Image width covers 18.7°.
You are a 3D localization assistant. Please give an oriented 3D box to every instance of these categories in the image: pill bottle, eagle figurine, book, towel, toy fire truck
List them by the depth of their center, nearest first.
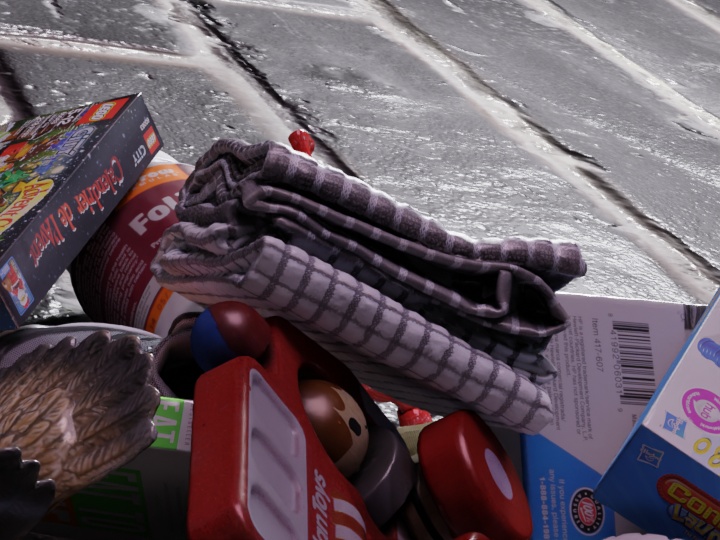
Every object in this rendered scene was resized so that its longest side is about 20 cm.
[{"bbox_3d":[-0.154,0.119,0.780,0.151,0.200,0.152,0,23,-31],"label":"eagle figurine"},{"bbox_3d":[-0.013,0.096,0.896,0.112,0.168,0.200,-26,30,15],"label":"toy fire truck"},{"bbox_3d":[-0.161,0.079,0.991,0.200,0.048,0.134,7,-23,2],"label":"book"},{"bbox_3d":[0.000,0.000,1.017,0.165,0.086,0.200,26,-7,-14],"label":"towel"},{"bbox_3d":[-0.102,0.005,1.269,0.114,0.114,0.200,1,22,-30],"label":"pill bottle"}]

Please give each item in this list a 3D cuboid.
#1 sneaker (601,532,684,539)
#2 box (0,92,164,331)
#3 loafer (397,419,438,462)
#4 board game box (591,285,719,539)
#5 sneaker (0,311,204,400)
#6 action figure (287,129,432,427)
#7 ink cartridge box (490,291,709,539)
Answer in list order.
[{"bbox_3d":[0.084,0.170,0.961,0.200,0.075,0.082,-8,27,22],"label":"sneaker"},{"bbox_3d":[-0.211,-0.026,1.231,0.136,0.038,0.200,-11,27,27],"label":"box"},{"bbox_3d":[0.092,0.099,1.181,0.200,0.076,0.067,0,29,-32],"label":"loafer"},{"bbox_3d":[0.237,0.086,1.028,0.196,0.056,0.200,33,44,6],"label":"board game box"},{"bbox_3d":[-0.109,0.055,1.100,0.200,0.076,0.114,13,-19,11],"label":"sneaker"},{"bbox_3d":[-0.005,0.023,1.311,0.065,0.099,0.200,-27,67,-3],"label":"action figure"},{"bbox_3d":[0.154,0.096,1.110,0.200,0.146,0.084,6,-21,-22],"label":"ink cartridge box"}]
